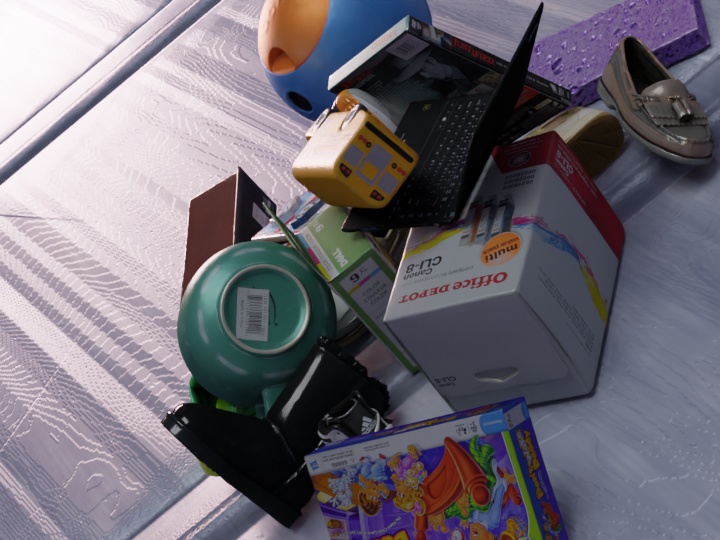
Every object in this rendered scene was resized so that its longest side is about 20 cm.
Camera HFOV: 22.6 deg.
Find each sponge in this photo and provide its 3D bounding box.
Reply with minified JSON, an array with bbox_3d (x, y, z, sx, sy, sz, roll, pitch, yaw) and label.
[{"bbox_3d":[0.263,-0.232,1.875,0.199,0.030,0.112,-25,37,23],"label":"sponge"}]

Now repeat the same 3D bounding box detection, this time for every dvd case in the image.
[{"bbox_3d":[0.089,-0.179,1.787,0.146,0.199,0.022,-32,46,51],"label":"dvd case"}]

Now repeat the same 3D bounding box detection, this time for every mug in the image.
[{"bbox_3d":[-0.088,0.060,1.736,0.152,0.185,0.114,-44,-3,-16],"label":"mug"}]

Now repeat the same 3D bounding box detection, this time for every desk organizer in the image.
[{"bbox_3d":[-0.146,-0.015,1.998,0.077,0.072,0.201,-29,36,22],"label":"desk organizer"}]

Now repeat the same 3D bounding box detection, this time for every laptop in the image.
[{"bbox_3d":[0.073,-0.135,1.629,0.199,0.103,0.178,-3,44,38],"label":"laptop"}]

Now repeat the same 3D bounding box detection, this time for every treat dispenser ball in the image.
[{"bbox_3d":[-0.016,-0.262,2.032,0.200,0.201,0.201,-26,36,21],"label":"treat dispenser ball"}]

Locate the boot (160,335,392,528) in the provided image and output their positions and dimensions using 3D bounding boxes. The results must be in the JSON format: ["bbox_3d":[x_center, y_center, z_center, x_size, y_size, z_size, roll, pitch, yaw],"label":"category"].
[{"bbox_3d":[-0.071,0.131,1.654,0.163,0.198,0.073,-51,37,-3],"label":"boot"}]

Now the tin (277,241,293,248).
[{"bbox_3d":[-0.036,-0.056,1.918,0.112,0.042,0.200,-21,20,50],"label":"tin"}]

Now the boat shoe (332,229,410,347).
[{"bbox_3d":[0.008,-0.014,1.846,0.075,0.068,0.200,7,56,48],"label":"boat shoe"}]

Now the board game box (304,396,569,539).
[{"bbox_3d":[0.063,0.194,1.500,0.199,0.135,0.045,-17,2,32],"label":"board game box"}]

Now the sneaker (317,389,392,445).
[{"bbox_3d":[0.029,0.172,1.571,0.200,0.115,0.076,17,64,49],"label":"sneaker"}]

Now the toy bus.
[{"bbox_3d":[-0.009,-0.103,1.658,0.078,0.065,0.200,-55,15,-7],"label":"toy bus"}]

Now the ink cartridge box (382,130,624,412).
[{"bbox_3d":[0.133,0.006,1.630,0.145,0.145,0.201,-14,41,33],"label":"ink cartridge box"}]

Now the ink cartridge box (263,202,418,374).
[{"bbox_3d":[0.000,0.000,1.718,0.059,0.200,0.104,-40,34,4],"label":"ink cartridge box"}]

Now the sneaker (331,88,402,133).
[{"bbox_3d":[0.053,-0.118,1.819,0.076,0.200,0.092,-30,22,42],"label":"sneaker"}]

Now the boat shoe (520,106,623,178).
[{"bbox_3d":[0.167,-0.093,1.782,0.200,0.074,0.069,-34,30,-7],"label":"boat shoe"}]

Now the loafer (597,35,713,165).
[{"bbox_3d":[0.283,-0.166,1.730,0.200,0.071,0.063,-121,37,-58],"label":"loafer"}]

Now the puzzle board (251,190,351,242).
[{"bbox_3d":[-0.013,-0.097,1.896,0.200,0.017,0.150,-43,18,-27],"label":"puzzle board"}]

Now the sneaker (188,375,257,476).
[{"bbox_3d":[-0.123,0.111,1.820,0.074,0.084,0.201,-14,41,35],"label":"sneaker"}]
